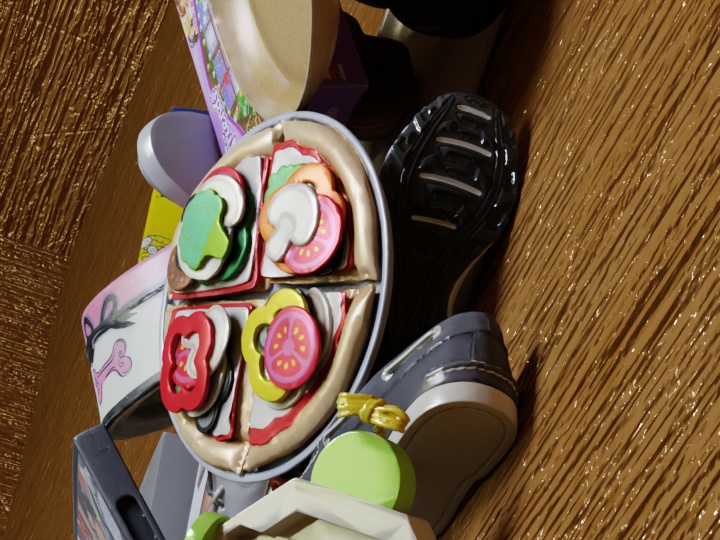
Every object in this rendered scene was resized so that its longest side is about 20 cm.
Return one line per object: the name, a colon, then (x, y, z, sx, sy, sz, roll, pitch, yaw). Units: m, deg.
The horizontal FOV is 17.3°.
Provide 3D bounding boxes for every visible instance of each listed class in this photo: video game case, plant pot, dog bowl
video game case: (-0.126, 0.205, 1.440, 0.182, 0.025, 0.200, 60, 164, 17)
plant pot: (-0.051, -0.183, 1.315, 0.200, 0.027, 0.202, 167, 90, -71)
dog bowl: (-0.081, 0.025, 1.430, 0.074, 0.199, 0.200, 63, 157, 9)

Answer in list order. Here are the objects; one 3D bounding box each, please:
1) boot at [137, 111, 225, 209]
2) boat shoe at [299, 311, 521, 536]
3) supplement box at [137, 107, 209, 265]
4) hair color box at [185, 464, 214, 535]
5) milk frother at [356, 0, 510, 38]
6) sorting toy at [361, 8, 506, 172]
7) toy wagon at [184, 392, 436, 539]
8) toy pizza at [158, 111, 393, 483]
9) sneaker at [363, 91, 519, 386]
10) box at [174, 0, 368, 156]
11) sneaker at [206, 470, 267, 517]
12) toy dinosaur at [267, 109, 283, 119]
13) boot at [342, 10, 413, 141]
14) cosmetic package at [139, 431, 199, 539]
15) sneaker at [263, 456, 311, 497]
boot: (-0.088, -0.036, 1.528, 0.095, 0.199, 0.074, -27, 55, 36)
boat shoe: (0.018, 0.087, 1.168, 0.200, 0.072, 0.063, -47, 32, 49)
supplement box: (-0.102, -0.012, 1.755, 0.110, 0.108, 0.201, 92, -176, -47)
hair color box: (-0.068, 0.124, 1.563, 0.111, 0.063, 0.201, 120, 162, -47)
milk frother: (0.012, -0.245, 1.325, 0.188, 0.199, 0.181, -47, 36, 36)
sorting toy: (0.046, -0.129, 1.485, 0.200, 0.036, 0.186, -140, 68, -73)
toy wagon: (-0.014, 0.156, 1.069, 0.040, 0.154, 0.202, 26, -100, -59)
toy pizza: (-0.055, 0.012, 1.257, 0.200, 0.032, 0.202, -20, 64, 47)
sneaker: (0.029, 0.001, 1.257, 0.079, 0.073, 0.202, 154, 133, -82)
box: (-0.061, -0.151, 1.446, 0.137, 0.039, 0.201, -59, 43, 50)
sneaker: (-0.058, 0.145, 1.417, 0.074, 0.086, 0.202, -175, 102, -77)
toy dinosaur: (0.000, 0.000, 1.332, 0.048, 0.087, 0.201, 85, 171, -67)
boot: (-0.007, -0.108, 1.501, 0.200, 0.073, 0.076, -127, 26, -66)
cosmetic package: (-0.124, 0.225, 1.625, 0.107, 0.089, 0.201, 116, 164, -47)
sneaker: (-0.030, 0.150, 1.306, 0.098, 0.070, 0.202, 125, 158, -50)
